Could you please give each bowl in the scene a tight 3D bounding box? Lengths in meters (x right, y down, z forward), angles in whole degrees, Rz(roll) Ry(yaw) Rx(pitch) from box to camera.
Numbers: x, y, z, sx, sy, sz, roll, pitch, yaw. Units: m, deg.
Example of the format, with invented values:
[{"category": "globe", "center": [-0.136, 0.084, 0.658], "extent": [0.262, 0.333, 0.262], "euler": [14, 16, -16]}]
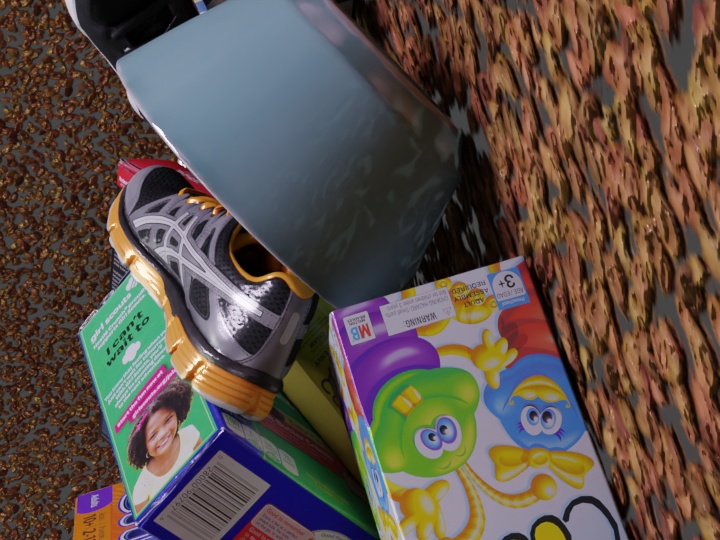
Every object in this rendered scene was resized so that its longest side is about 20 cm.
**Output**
[{"category": "bowl", "center": [-0.022, -0.075, 0.848], "extent": [0.201, 0.105, 0.201], "euler": [45, -174, -6]}]

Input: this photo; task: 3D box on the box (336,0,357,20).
[{"category": "box", "center": [-0.043, -0.271, 1.047], "extent": [0.143, 0.036, 0.202], "euler": [100, 154, -74]}]

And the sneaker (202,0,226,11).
[{"category": "sneaker", "center": [-0.072, -0.173, 1.020], "extent": [0.200, 0.079, 0.129], "euler": [58, 164, -10]}]

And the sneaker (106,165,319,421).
[{"category": "sneaker", "center": [-0.075, -0.005, 0.869], "extent": [0.078, 0.078, 0.200], "euler": [23, -159, -39]}]

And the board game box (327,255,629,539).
[{"category": "board game box", "center": [0.061, 0.114, 0.783], "extent": [0.103, 0.104, 0.202], "euler": [93, 160, -68]}]

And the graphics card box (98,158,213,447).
[{"category": "graphics card box", "center": [-0.122, 0.037, 1.065], "extent": [0.125, 0.050, 0.202], "euler": [26, 113, 51]}]

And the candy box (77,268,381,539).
[{"category": "candy box", "center": [-0.066, 0.102, 0.919], "extent": [0.169, 0.077, 0.200], "euler": [40, -172, -32]}]

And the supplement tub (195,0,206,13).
[{"category": "supplement tub", "center": [-0.148, -0.282, 1.414], "extent": [0.145, 0.143, 0.202], "euler": [120, 134, -81]}]

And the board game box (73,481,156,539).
[{"category": "board game box", "center": [-0.074, 0.249, 1.100], "extent": [0.200, 0.198, 0.202], "euler": [-127, 21, -75]}]

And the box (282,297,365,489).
[{"category": "box", "center": [0.005, 0.065, 0.919], "extent": [0.200, 0.075, 0.050], "euler": [49, -167, 18]}]

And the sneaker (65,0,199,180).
[{"category": "sneaker", "center": [-0.101, -0.119, 0.953], "extent": [0.112, 0.073, 0.200], "euler": [47, 172, 23]}]

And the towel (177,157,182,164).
[{"category": "towel", "center": [-0.122, -0.156, 1.500], "extent": [0.030, 0.145, 0.202], "euler": [-25, 80, 54]}]
